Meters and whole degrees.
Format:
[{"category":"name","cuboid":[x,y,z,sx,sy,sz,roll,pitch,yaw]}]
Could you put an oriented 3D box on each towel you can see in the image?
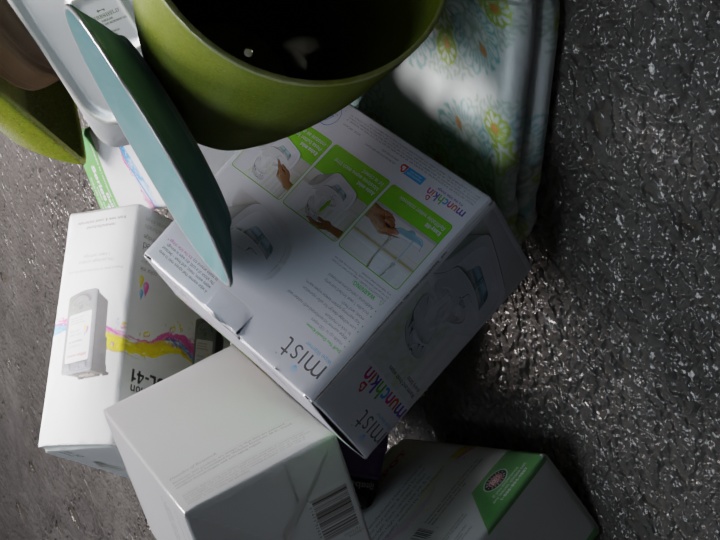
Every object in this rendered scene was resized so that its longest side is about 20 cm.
[{"category":"towel","cuboid":[0.058,-0.138,1.012,0.171,0.048,0.202,42,143,39]}]

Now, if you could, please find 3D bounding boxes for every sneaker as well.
[{"category":"sneaker","cuboid":[-0.031,0.162,1.200,0.200,0.075,0.089,133,145,-69]}]

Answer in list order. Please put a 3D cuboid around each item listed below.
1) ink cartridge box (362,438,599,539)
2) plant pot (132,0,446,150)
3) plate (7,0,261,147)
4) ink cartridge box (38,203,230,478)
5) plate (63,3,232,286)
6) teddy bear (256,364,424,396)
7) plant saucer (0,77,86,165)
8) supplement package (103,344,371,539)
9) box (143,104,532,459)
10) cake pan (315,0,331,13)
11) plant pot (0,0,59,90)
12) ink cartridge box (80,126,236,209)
[{"category":"ink cartridge box","cuboid":[0.063,0.213,1.146,0.088,0.146,0.199,51,155,-20]},{"category":"plant pot","cuboid":[-0.065,-0.157,0.914,0.189,0.186,0.200,61,155,8]},{"category":"plate","cuboid":[-0.173,-0.183,1.062,0.198,0.032,0.201,-13,120,38]},{"category":"ink cartridge box","cuboid":[-0.181,0.064,1.249,0.085,0.147,0.203,-8,70,30]},{"category":"plate","cuboid":[-0.125,-0.082,0.934,0.201,0.025,0.200,56,170,14]},{"category":"teddy bear","cuboid":[-0.022,0.068,1.159,0.143,0.068,0.200,2,163,21]},{"category":"plant saucer","cuboid":[-0.311,-0.199,1.226,0.200,0.047,0.202,45,-156,-57]},{"category":"supplement package","cuboid":[-0.090,0.158,1.088,0.200,0.119,0.123,32,144,59]},{"category":"box","cuboid":[-0.019,-0.007,1.015,0.199,0.177,0.097,36,171,38]},{"category":"cake pan","cuboid":[-0.027,-0.272,1.015,0.200,0.036,0.204,15,107,62]},{"category":"plant pot","cuboid":[-0.264,-0.255,1.186,0.202,0.092,0.202,58,-162,-30]},{"category":"ink cartridge box","cuboid":[-0.134,-0.112,1.254,0.199,0.144,0.085,-5,108,59]}]
